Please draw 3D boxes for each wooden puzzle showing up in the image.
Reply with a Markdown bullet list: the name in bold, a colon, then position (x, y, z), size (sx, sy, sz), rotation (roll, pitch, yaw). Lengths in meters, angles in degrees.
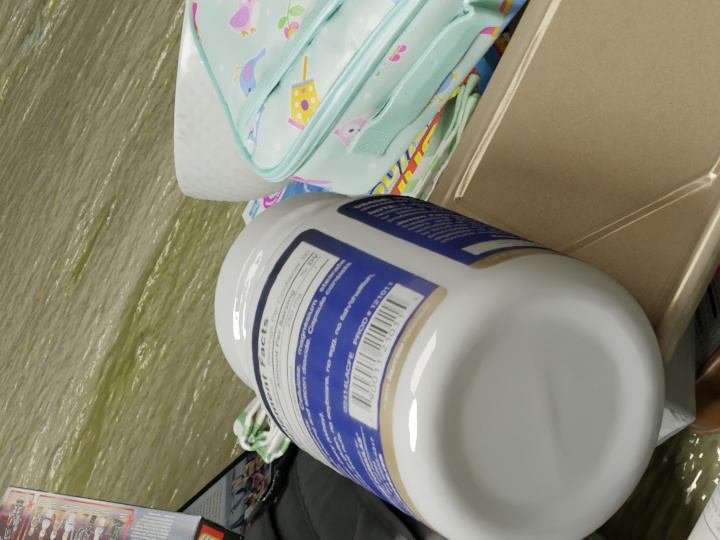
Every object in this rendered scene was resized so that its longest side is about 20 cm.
- **wooden puzzle**: position (0.117, -0.071, 1.074), size (0.186, 0.037, 0.200), rotation (-63, 32, 5)

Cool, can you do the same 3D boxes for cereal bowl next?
- **cereal bowl**: position (-0.042, -0.132, 1.421), size (0.200, 0.083, 0.201), rotation (9, -90, -85)

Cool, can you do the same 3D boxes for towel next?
- **towel**: position (0.000, 0.000, 1.247), size (0.201, 0.023, 0.153), rotation (-58, 2, -4)

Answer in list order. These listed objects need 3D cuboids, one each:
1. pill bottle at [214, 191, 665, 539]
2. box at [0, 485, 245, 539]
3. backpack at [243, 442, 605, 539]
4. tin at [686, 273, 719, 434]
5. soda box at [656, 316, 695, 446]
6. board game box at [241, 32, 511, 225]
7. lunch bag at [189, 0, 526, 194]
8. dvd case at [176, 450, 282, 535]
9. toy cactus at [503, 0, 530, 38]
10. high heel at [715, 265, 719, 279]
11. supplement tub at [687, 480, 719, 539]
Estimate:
- **pill bottle**: position (0.023, 0.032, 1.045), size (0.200, 0.115, 0.116), rotation (26, 94, 60)
- **box**: position (-0.090, 0.160, 1.368), size (0.200, 0.137, 0.040), rotation (1, 67, 54)
- **backpack**: position (0.023, 0.150, 1.163), size (0.176, 0.153, 0.200), rotation (-61, 28, 12)
- **tin**: position (0.177, -0.016, 1.125), size (0.200, 0.042, 0.112), rotation (-51, 26, 34)
- **soda box**: position (0.103, -0.018, 1.153), size (0.063, 0.068, 0.201), rotation (-39, 37, 47)
- **board game box**: position (0.022, -0.056, 1.441), size (0.201, 0.056, 0.196), rotation (-60, 26, 19)
- **lunch bag**: position (0.003, -0.142, 1.211), size (0.200, 0.077, 0.161), rotation (-53, 41, 34)
- **dvd case**: position (-0.094, 0.193, 1.525), size (0.200, 0.017, 0.143), rotation (-43, 35, 45)
- **toy cactus**: position (0.079, -0.137, 1.298), size (0.165, 0.199, 0.103), rotation (-121, 13, -45)
- **high heel**: position (0.140, -0.074, 1.124), size (0.096, 0.067, 0.200), rotation (-52, 41, 8)
- **supplement tub**: position (0.193, 0.082, 0.904), size (0.201, 0.131, 0.132), rotation (-62, 26, 11)
